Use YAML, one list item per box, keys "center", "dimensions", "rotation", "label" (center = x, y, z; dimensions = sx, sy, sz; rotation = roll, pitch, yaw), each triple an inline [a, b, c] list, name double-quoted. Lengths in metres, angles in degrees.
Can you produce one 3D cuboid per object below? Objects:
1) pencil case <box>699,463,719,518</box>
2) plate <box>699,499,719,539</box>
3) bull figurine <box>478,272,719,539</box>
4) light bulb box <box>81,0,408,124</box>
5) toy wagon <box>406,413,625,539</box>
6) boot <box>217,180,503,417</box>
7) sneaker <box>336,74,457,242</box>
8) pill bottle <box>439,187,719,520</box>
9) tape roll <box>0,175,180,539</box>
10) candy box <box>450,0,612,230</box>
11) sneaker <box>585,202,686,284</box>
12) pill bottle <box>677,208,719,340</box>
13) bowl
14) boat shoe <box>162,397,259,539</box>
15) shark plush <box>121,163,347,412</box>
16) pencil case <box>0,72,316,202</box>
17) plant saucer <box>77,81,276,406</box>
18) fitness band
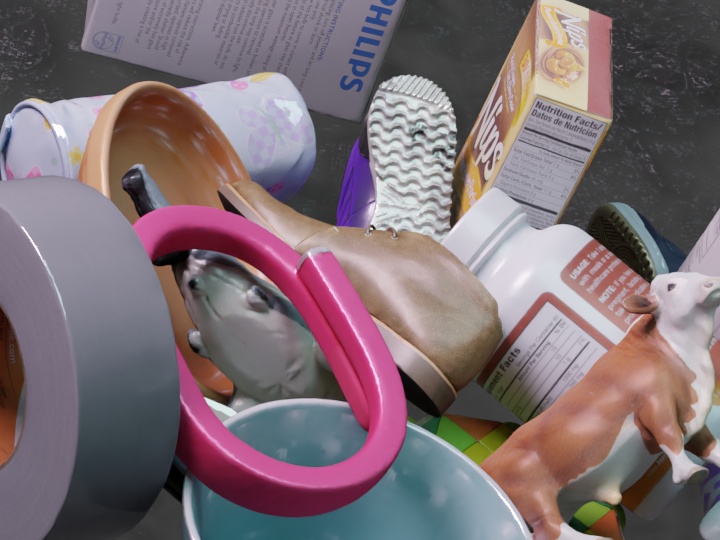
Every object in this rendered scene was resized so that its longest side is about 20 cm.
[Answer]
- center: [0.255, 0.172, 1.744]
  dimensions: [0.086, 0.084, 0.200]
  rotation: [48, 23, -38]
  label: "pencil case"
- center: [0.321, 0.155, 1.703]
  dimensions: [0.200, 0.032, 0.200]
  rotation: [35, 39, 14]
  label: "plate"
- center: [0.149, 0.092, 1.638]
  dimensions: [0.065, 0.200, 0.121]
  rotation: [30, 22, -48]
  label: "bull figurine"
- center: [-0.075, -0.226, 2.009]
  dimensions: [0.200, 0.125, 0.198]
  rotation: [14, 38, -12]
  label: "light bulb box"
- center: [0.060, 0.136, 1.712]
  dimensions: [0.200, 0.040, 0.155]
  rotation: [38, 39, 17]
  label: "toy wagon"
- center: [0.000, 0.000, 1.710]
  dimensions: [0.200, 0.074, 0.075]
  rotation: [39, 78, 25]
  label: "boot"
- center: [0.015, -0.014, 1.842]
  dimensions: [0.070, 0.100, 0.200]
  rotation: [16, 68, -10]
  label: "sneaker"
- center: [0.130, 0.045, 1.740]
  dimensions: [0.200, 0.112, 0.112]
  rotation: [40, 39, 7]
  label: "pill bottle"
- center: [-0.178, 0.051, 1.552]
  dimensions: [0.066, 0.200, 0.200]
  rotation: [-8, 47, -37]
  label: "tape roll"
- center: [0.096, -0.059, 1.837]
  dimensions: [0.055, 0.200, 0.115]
  rotation: [18, 37, -9]
  label: "candy box"
- center: [0.231, 0.033, 1.905]
  dimensions: [0.108, 0.070, 0.200]
  rotation: [-11, 56, -31]
  label: "sneaker"
- center: [0.272, -0.015, 1.779]
  dimensions: [0.114, 0.200, 0.114]
  rotation: [12, 51, -14]
  label: "pill bottle"
- center: [-0.013, 0.175, 1.569]
  dimensions: [0.201, 0.105, 0.201]
  rotation: [15, 38, -12]
  label: "bowl"
- center: [-0.132, 0.083, 1.644]
  dimensions: [0.200, 0.075, 0.062]
  rotation: [36, 68, -5]
  label: "boat shoe"
- center: [-0.076, 0.025, 1.687]
  dimensions: [0.200, 0.091, 0.083]
  rotation: [37, 20, -18]
  label: "shark plush"
- center: [-0.125, -0.076, 1.832]
  dimensions: [0.200, 0.083, 0.091]
  rotation: [-11, 62, -37]
  label: "pencil case"
- center: [-0.109, -0.012, 1.723]
  dimensions: [0.200, 0.037, 0.200]
  rotation: [44, 36, -45]
  label: "plant saucer"
- center: [-0.056, 0.045, 1.573]
  dimensions: [0.144, 0.037, 0.200]
  rotation: [-7, 55, -37]
  label: "fitness band"
